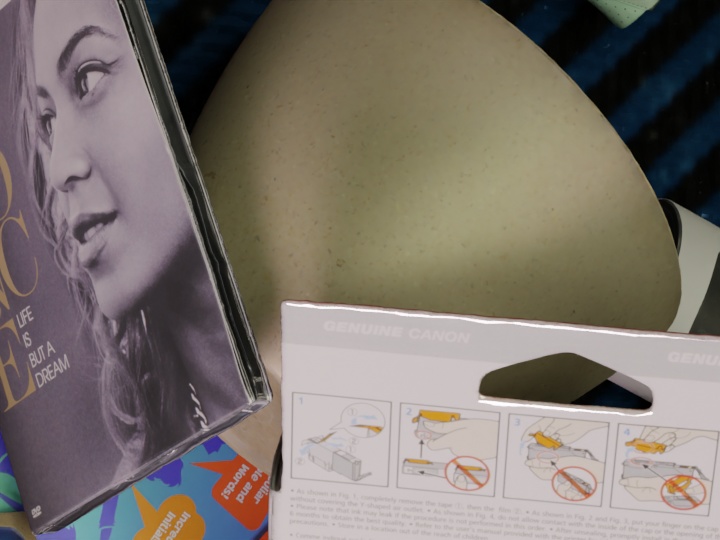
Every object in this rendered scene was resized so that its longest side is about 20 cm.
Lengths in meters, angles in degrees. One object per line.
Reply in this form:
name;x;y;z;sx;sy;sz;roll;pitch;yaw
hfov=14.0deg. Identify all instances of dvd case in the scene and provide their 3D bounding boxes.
dvd case;-0.108;-0.020;1.076;0.016;0.149;0.200;-7;73;-41

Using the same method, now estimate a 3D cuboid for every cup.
cup;0.000;0.000;1.112;0.143;0.200;0.200;-45;106;-22

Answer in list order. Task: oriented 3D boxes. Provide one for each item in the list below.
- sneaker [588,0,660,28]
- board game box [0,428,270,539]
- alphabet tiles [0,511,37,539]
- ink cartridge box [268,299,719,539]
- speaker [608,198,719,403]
sneaker;0.142;-0.195;1.240;0.118;0.074;0.200;43;86;-10
board game box;-0.085;0.109;1.172;0.200;0.045;0.152;42;76;-18
alphabet tiles;-0.150;0.150;1.040;0.167;0.008;0.200;0;59;-55
ink cartridge box;0.068;0.077;1.029;0.200;0.044;0.174;5;124;4
speaker;0.191;0.048;1.264;0.200;0.081;0.081;29;81;-20
